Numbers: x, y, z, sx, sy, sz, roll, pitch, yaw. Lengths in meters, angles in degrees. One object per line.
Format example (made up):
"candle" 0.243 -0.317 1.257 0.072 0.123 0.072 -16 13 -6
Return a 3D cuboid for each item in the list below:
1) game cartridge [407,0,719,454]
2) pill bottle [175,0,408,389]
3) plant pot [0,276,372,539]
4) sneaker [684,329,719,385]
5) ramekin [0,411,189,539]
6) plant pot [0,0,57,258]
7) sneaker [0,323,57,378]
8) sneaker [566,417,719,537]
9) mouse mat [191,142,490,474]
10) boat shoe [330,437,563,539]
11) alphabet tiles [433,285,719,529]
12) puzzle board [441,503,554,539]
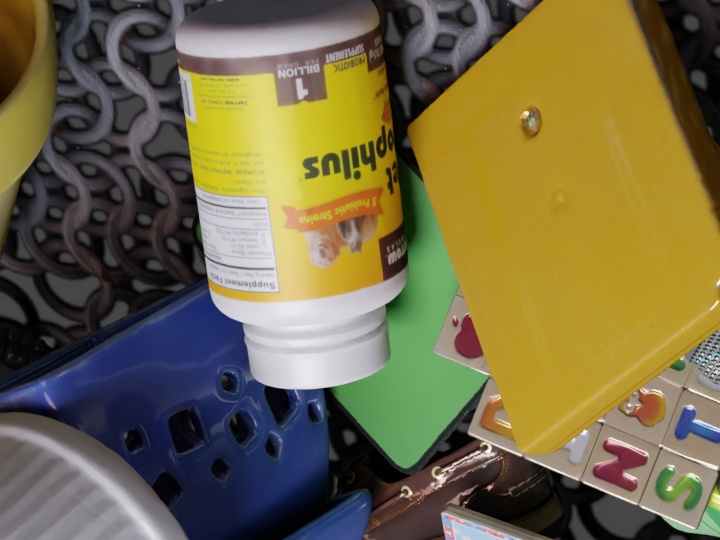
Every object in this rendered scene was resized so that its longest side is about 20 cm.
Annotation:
"game cartridge" 0.111 -0.034 1.373 0.176 0.032 0.200 -41 58 41
"pill bottle" -0.033 -0.043 1.447 0.109 0.109 0.201 2 109 28
"plant pot" -0.125 0.123 1.538 0.200 0.200 0.180 -24 94 47
"sneaker" 0.240 0.001 1.364 0.200 0.078 0.091 -14 120 22
"ramekin" -0.174 0.184 1.410 0.202 0.094 0.203 22 129 30
"plant pot" -0.270 -0.076 1.539 0.200 0.201 0.189 24 145 13
"sneaker" -0.272 0.054 1.653 0.200 0.081 0.075 36 141 -31
"sneaker" 0.157 0.100 1.477 0.200 0.074 0.084 30 150 20
"mouse mat" 0.000 0.000 1.516 0.200 0.008 0.161 49 130 13
"boat shoe" 0.023 0.133 1.587 0.200 0.070 0.070 -20 104 29
"alphabet tiles" 0.145 0.034 1.429 0.200 0.006 0.167 22 94 15
"puzzle board" 0.141 0.208 1.519 0.200 0.017 0.151 19 146 22
